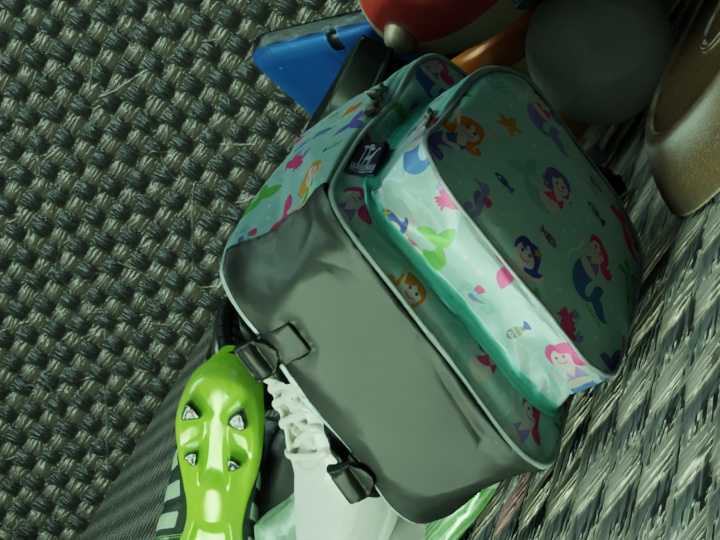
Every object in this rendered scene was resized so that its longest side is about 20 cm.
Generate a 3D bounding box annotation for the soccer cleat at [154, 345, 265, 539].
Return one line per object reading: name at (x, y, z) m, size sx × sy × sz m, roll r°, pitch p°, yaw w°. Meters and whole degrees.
soccer cleat at (-0.084, 0.140, 1.452) m, size 0.081 × 0.067 × 0.201 m, roll -61°, pitch -16°, yaw -68°

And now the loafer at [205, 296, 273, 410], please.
loafer at (-0.057, 0.048, 1.621) m, size 0.200 × 0.073 × 0.072 m, roll -62°, pitch -4°, yaw -68°

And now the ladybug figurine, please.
ladybug figurine at (0.058, -0.208, 1.358) m, size 0.072 × 0.135 × 0.201 m, roll 47°, pitch -118°, yaw -57°

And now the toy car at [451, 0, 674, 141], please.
toy car at (0.115, -0.173, 1.438) m, size 0.201 × 0.149 × 0.175 m, roll -61°, pitch 6°, yaw -7°

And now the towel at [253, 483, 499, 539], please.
towel at (0.012, 0.116, 1.325) m, size 0.200 × 0.023 × 0.153 m, roll -50°, pitch 27°, yaw 23°

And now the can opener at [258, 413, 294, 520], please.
can opener at (-0.029, 0.113, 1.497) m, size 0.053 × 0.066 × 0.201 m, roll 31°, pitch 103°, yaw 64°

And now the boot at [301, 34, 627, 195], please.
boot at (0.052, -0.059, 1.375) m, size 0.074 × 0.162 × 0.198 m, roll -62°, pitch 5°, yaw -6°

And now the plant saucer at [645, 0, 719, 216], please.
plant saucer at (0.185, -0.120, 1.181) m, size 0.201 × 0.032 × 0.200 m, roll -61°, pitch 5°, yaw 9°

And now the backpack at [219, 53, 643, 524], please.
backpack at (0.041, -0.006, 1.188) m, size 0.150 × 0.178 × 0.200 m, roll -33°, pitch 14°, yaw 24°

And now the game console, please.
game console at (0.053, -0.152, 1.567) m, size 0.170 × 0.200 × 0.119 m, roll -10°, pitch 62°, yaw 28°

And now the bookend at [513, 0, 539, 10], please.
bookend at (0.169, -0.233, 1.293) m, size 0.092 × 0.197 × 0.201 m, roll 129°, pitch 140°, yaw -57°

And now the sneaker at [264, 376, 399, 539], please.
sneaker at (-0.021, 0.059, 1.286) m, size 0.070 × 0.080 × 0.202 m, roll -3°, pitch 81°, yaw 47°
